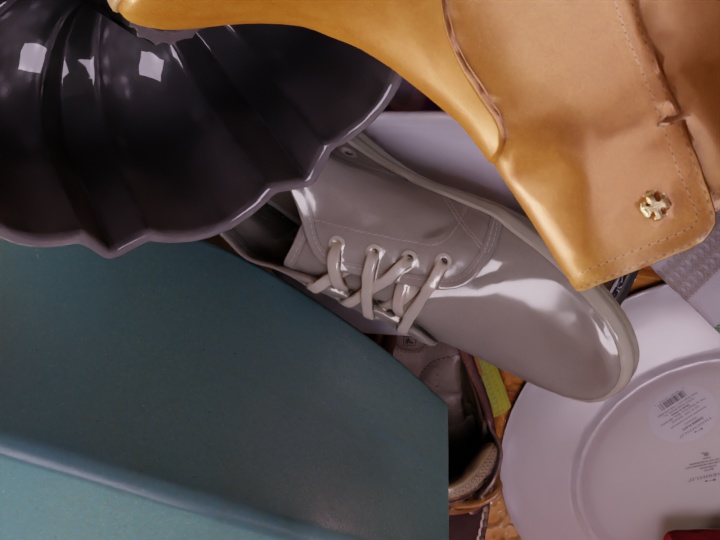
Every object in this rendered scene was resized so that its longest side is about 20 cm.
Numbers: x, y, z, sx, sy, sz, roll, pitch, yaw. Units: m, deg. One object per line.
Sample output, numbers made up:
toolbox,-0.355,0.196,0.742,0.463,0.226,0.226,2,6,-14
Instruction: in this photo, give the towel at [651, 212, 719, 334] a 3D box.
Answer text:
towel,0.198,-0.016,0.830,0.200,0.031,0.149,44,119,7

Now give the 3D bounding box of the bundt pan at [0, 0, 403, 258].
bundt pan,-0.074,-0.108,0.667,0.202,0.076,0.202,-16,133,-19

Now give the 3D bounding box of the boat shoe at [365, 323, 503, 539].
boat shoe,0.029,0.080,0.896,0.072,0.072,0.200,-6,121,-8

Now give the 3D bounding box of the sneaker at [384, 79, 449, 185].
sneaker,0.005,-0.115,0.795,0.088,0.081,0.200,-5,116,3

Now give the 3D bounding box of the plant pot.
plant pot,-0.073,0.078,0.776,0.200,0.141,0.141,19,132,-17

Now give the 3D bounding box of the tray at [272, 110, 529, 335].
tray,-0.007,-0.023,0.812,0.200,0.022,0.107,3,128,34

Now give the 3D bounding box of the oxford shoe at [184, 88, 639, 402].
oxford shoe,0.012,-0.004,0.757,0.200,0.058,0.075,33,136,6

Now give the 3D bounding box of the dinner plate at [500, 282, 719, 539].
dinner plate,0.167,0.091,0.962,0.200,0.024,0.200,-2,120,-4

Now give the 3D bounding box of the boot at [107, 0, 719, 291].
boot,0.037,-0.059,0.604,0.201,0.071,0.144,-19,94,5

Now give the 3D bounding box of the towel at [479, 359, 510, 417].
towel,0.000,0.000,0.893,0.086,0.018,0.200,-18,121,6

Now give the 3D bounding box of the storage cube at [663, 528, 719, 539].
storage cube,0.231,0.242,0.952,0.171,0.180,0.200,-3,133,-4

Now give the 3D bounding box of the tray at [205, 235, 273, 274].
tray,-0.086,0.003,0.846,0.099,0.037,0.200,3,130,37

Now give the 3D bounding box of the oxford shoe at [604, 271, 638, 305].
oxford shoe,0.079,-0.047,0.826,0.084,0.073,0.200,-15,124,-44
